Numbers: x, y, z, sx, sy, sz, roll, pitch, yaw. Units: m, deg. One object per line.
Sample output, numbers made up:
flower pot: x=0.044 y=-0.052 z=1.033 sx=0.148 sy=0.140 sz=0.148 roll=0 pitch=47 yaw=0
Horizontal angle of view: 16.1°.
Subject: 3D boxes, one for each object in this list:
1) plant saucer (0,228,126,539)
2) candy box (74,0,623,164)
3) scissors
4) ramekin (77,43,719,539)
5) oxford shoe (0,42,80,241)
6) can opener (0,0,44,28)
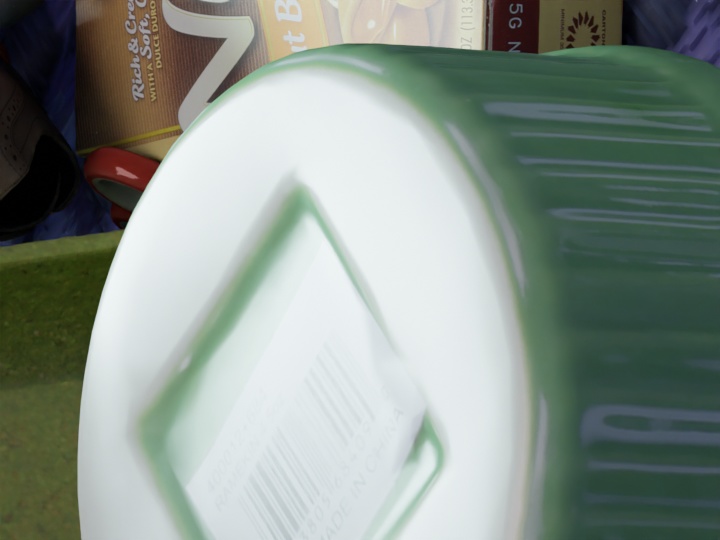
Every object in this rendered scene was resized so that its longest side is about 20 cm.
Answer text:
plant saucer: x=-0.122 y=0.095 z=0.673 sx=0.048 sy=0.200 sz=0.200 roll=110 pitch=147 yaw=-57
candy box: x=-0.009 y=-0.086 z=0.752 sx=0.200 sy=0.055 sz=0.116 roll=7 pitch=97 yaw=50
scissors: x=0.000 y=0.000 z=0.774 sx=0.200 sy=0.073 sz=0.014 roll=17 pitch=71 yaw=26
ramekin: x=0.019 y=0.041 z=0.589 sx=0.200 sy=0.098 sz=0.200 roll=-10 pitch=78 yaw=51
oxford shoe: x=-0.132 y=-0.036 z=0.848 sx=0.071 sy=0.200 sz=0.073 roll=-44 pitch=89 yaw=-1
can opener: x=-0.089 y=-0.151 z=0.771 sx=0.067 sy=0.053 sz=0.200 roll=46 pitch=139 yaw=7
